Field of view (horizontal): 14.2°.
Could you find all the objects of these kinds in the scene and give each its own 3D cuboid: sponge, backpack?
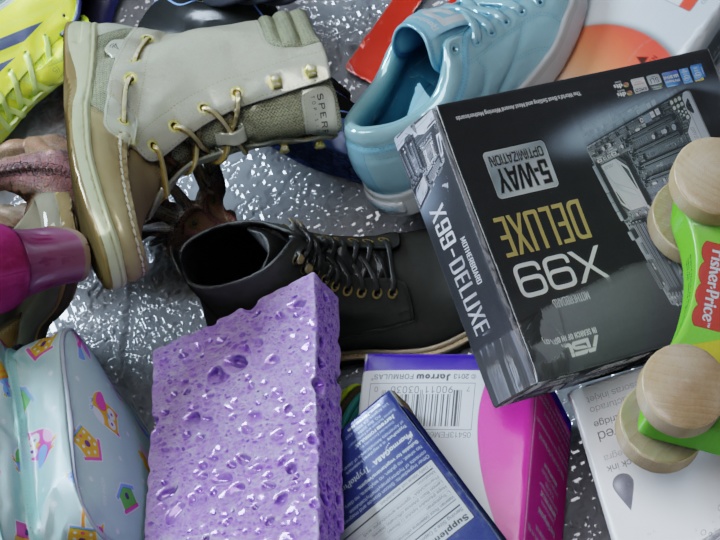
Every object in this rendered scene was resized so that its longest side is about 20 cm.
[{"bbox_3d":[-0.062,0.101,1.534,0.111,0.030,0.201,-25,40,22],"label":"sponge"},{"bbox_3d":[-0.181,0.140,1.585,0.152,0.200,0.176,-17,51,3],"label":"backpack"}]

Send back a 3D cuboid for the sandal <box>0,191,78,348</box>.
[{"bbox_3d":[-0.210,0.024,1.660,0.054,0.200,0.081,-1,56,-26],"label":"sandal"}]

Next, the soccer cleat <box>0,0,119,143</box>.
[{"bbox_3d":[-0.203,-0.133,1.788,0.083,0.065,0.201,25,75,21],"label":"soccer cleat"}]

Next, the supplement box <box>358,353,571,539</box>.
[{"bbox_3d":[0.051,0.156,1.568,0.101,0.103,0.201,0,66,16],"label":"supplement box"}]

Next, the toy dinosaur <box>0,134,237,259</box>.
[{"bbox_3d":[-0.155,-0.046,1.690,0.135,0.199,0.086,10,94,59],"label":"toy dinosaur"}]

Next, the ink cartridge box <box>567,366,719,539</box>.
[{"bbox_3d":[0.209,0.144,1.539,0.145,0.084,0.201,-18,63,6],"label":"ink cartridge box"}]

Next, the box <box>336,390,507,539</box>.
[{"bbox_3d":[0.026,0.172,1.489,0.121,0.032,0.200,-39,56,3],"label":"box"}]

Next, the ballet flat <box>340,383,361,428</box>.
[{"bbox_3d":[-0.028,0.160,1.615,0.067,0.067,0.201,-9,65,35],"label":"ballet flat"}]

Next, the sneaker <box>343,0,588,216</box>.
[{"bbox_3d":[0.061,-0.127,1.658,0.074,0.082,0.200,20,66,36],"label":"sneaker"}]

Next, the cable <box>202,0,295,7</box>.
[{"bbox_3d":[-0.032,-0.237,1.765,0.200,0.051,0.163,-36,41,-19],"label":"cable"}]

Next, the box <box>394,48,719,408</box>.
[{"bbox_3d":[0.132,-0.025,1.572,0.199,0.050,0.158,-13,77,-34],"label":"box"}]

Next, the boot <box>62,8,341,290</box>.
[{"bbox_3d":[-0.086,-0.074,1.610,0.154,0.072,0.201,-5,42,-5],"label":"boot"}]

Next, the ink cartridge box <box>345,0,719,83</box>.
[{"bbox_3d":[0.109,-0.149,1.718,0.199,0.050,0.163,30,77,22],"label":"ink cartridge box"}]

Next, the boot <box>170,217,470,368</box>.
[{"bbox_3d":[0.000,0.000,1.631,0.199,0.138,0.078,-21,63,5],"label":"boot"}]

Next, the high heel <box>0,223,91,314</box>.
[{"bbox_3d":[-0.242,-0.003,1.586,0.199,0.096,0.068,-8,92,49],"label":"high heel"}]

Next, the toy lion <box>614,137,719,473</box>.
[{"bbox_3d":[0.237,0.046,1.498,0.191,0.069,0.201,13,62,-3],"label":"toy lion"}]

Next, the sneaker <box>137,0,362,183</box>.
[{"bbox_3d":[-0.051,-0.118,1.737,0.199,0.070,0.078,25,80,24],"label":"sneaker"}]
